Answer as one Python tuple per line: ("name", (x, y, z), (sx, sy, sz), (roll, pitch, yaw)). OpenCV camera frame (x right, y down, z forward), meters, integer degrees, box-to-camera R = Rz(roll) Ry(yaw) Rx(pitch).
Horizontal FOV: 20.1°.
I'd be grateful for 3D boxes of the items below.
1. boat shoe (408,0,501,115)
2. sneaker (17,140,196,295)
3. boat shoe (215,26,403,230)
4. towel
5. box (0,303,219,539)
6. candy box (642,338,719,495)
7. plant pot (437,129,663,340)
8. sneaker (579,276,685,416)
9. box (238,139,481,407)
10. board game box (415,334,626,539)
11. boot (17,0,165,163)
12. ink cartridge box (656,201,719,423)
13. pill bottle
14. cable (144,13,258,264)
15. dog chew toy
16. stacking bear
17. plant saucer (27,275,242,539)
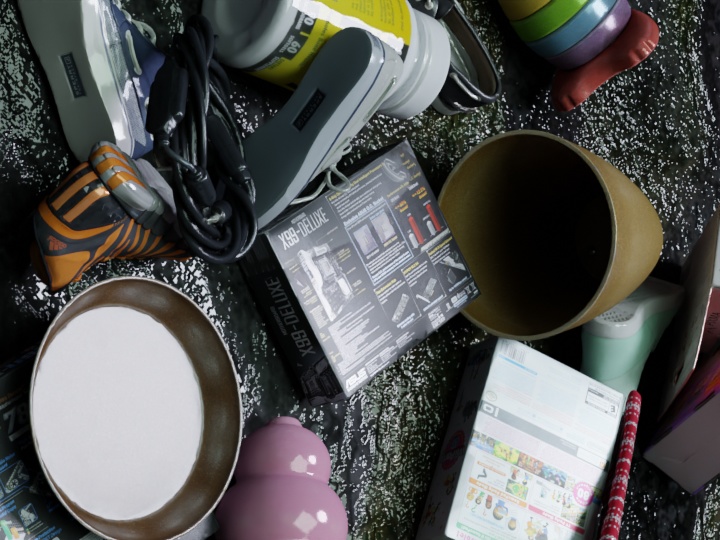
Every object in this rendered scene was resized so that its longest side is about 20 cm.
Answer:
("boat shoe", (0.061, -0.229, 1.836), (0.074, 0.060, 0.200), (-45, 115, -38))
("sneaker", (-0.196, -0.030, 1.548), (0.078, 0.112, 0.200), (54, 6, 23))
("boat shoe", (-0.035, -0.105, 1.665), (0.202, 0.075, 0.086), (-53, 143, 11))
("towel", (0.229, 0.229, 1.875), (0.145, 0.022, 0.200), (94, 10, -48))
("box", (-0.217, 0.155, 1.512), (0.200, 0.050, 0.199), (-35, 106, -43))
("candy box", (0.387, 0.105, 2.029), (0.072, 0.168, 0.200), (39, 54, 1))
("plant pot", (0.195, -0.032, 1.878), (0.200, 0.186, 0.187), (-1, 85, -57))
("sneaker", (0.257, 0.075, 1.994), (0.200, 0.074, 0.118), (-29, 130, -58))
("box", (0.000, 0.000, 1.742), (0.200, 0.050, 0.158), (-36, 104, -41))
("board game box", (0.146, 0.180, 1.833), (0.147, 0.064, 0.200), (27, 63, -18))
("boot", (-0.201, -0.181, 1.573), (0.090, 0.073, 0.200), (-30, 114, -50))
("ink cartridge box", (0.341, 0.046, 1.997), (0.045, 0.200, 0.177), (11, 71, 2))
("pill bottle", (-0.025, -0.199, 1.709), (0.200, 0.114, 0.115), (17, 72, -42))
("cable", (-0.114, -0.103, 1.574), (0.200, 0.051, 0.163), (-91, 161, -45))
("dog chew toy", (-0.063, 0.215, 1.612), (0.124, 0.124, 0.200), (20, 63, -41))
("stacking bear", (0.175, -0.271, 1.927), (0.200, 0.121, 0.114), (46, 28, -18))
("plant saucer", (-0.172, 0.105, 1.510), (0.200, 0.034, 0.201), (11, 74, -44))
